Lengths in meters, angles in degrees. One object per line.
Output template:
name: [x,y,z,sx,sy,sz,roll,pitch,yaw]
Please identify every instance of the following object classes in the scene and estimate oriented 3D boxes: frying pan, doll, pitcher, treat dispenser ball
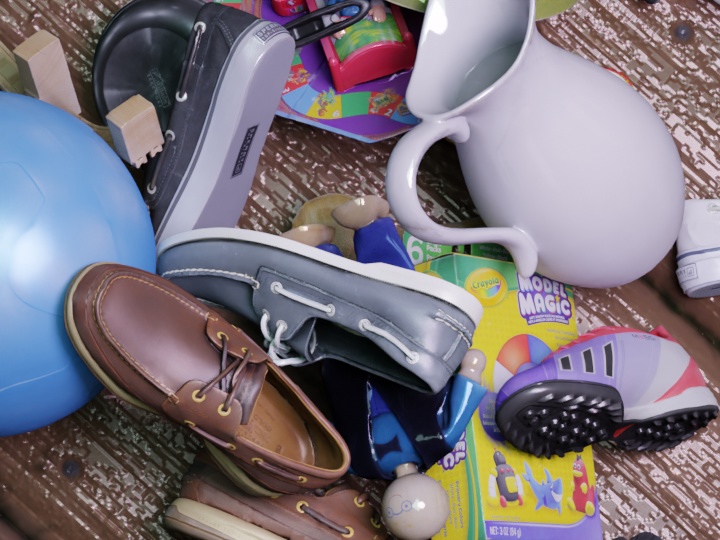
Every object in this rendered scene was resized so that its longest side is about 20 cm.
frying pan: [-0.084,-0.110,1.725,0.190,0.031,0.115,5,103,26]
doll: [0.009,0.064,1.668,0.136,0.048,0.200,-25,73,22]
pitcher: [0.098,-0.057,1.669,0.200,0.121,0.172,46,63,-39]
treat dispenser ball: [-0.218,-0.003,1.641,0.201,0.201,0.201,2,76,-7]

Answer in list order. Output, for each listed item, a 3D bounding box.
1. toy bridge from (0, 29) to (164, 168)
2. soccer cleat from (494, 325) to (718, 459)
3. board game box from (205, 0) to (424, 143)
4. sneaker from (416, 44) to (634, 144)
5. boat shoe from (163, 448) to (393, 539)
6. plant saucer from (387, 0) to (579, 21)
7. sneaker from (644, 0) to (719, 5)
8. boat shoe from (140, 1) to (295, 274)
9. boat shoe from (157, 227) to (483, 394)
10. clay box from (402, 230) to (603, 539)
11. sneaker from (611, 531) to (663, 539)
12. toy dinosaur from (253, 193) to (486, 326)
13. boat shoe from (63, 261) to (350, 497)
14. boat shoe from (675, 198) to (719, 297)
toy bridge: [-0.190,-0.112,1.718,0.027,0.067,0.200,-39,51,-23]
soccer cleat: [0.138,0.067,1.699,0.200,0.068,0.073,3,55,-50]
board game box: [-0.011,-0.163,1.743,0.200,0.039,0.158,18,60,26]
sneaker: [0.072,-0.100,1.773,0.200,0.073,0.077,8,89,-1]
boat shoe: [-0.014,0.159,1.688,0.200,0.072,0.068,22,75,0]
plant saucer: [0.050,-0.219,1.755,0.200,0.031,0.200,11,34,-8]
sneaker: [0.266,-0.204,1.835,0.200,0.077,0.082,-2,103,-7]
boat shoe: [-0.098,-0.066,1.697,0.057,0.069,0.200,31,112,19]
boat shoe: [-0.032,0.024,1.621,0.200,0.073,0.062,12,70,19]
clay box: [0.085,0.069,1.713,0.115,0.048,0.200,8,72,-48]
sneaker: [0.122,0.248,1.690,0.200,0.074,0.081,-38,122,1]
toy dinosaur: [0.000,0.000,1.744,0.200,0.058,0.101,-6,76,-9]
boat shoe: [-0.080,0.059,1.593,0.200,0.068,0.072,42,63,-32]
boat shoe: [0.295,-0.029,1.780,0.200,0.074,0.067,-6,80,-8]
